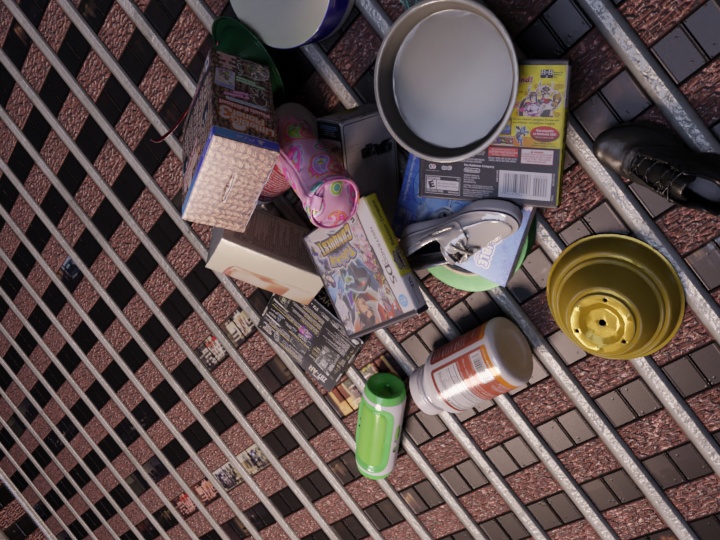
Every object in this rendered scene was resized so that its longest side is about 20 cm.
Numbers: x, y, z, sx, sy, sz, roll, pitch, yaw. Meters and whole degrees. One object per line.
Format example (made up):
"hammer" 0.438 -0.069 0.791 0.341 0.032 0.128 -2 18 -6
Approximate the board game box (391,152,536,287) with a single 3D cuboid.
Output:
"board game box" 0.154 -0.106 1.006 0.196 0.043 0.204 24 123 19

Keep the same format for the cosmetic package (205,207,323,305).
"cosmetic package" -0.158 -0.031 1.208 0.197 0.105 0.087 23 134 -21

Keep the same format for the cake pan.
"cake pan" 0.112 -0.244 0.899 0.196 0.037 0.206 9 108 27

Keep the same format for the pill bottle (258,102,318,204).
"pill bottle" -0.155 -0.184 1.179 0.198 0.113 0.114 -30 96 38

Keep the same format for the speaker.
"speaker" 0.037 0.297 1.322 0.087 0.088 0.204 20 123 22

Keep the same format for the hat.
"hat" -0.236 -0.271 1.114 0.165 0.176 0.201 40 159 12

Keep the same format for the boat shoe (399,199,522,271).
"boat shoe" 0.132 -0.041 0.967 0.197 0.067 0.072 -10 138 36

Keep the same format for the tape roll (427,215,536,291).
"tape roll" 0.168 -0.070 1.073 0.196 0.048 0.205 14 119 25

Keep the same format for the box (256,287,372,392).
"box" -0.091 0.112 1.334 0.199 0.043 0.162 39 128 9

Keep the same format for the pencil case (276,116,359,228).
"pencil case" -0.074 -0.144 0.996 0.201 0.086 0.089 54 140 42

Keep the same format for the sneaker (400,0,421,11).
"sneaker" 0.107 -0.323 0.981 0.090 0.077 0.205 2 113 49

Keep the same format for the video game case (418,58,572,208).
"video game case" 0.172 -0.182 0.921 0.196 0.025 0.186 8 108 26

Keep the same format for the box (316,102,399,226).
"box" 0.002 -0.148 1.093 0.059 0.115 0.205 21 127 44

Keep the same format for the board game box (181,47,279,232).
"board game box" -0.197 -0.191 1.028 0.095 0.203 0.160 11 135 -25

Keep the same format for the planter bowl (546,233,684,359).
"planter bowl" 0.354 0.058 0.999 0.196 0.083 0.205 14 120 25

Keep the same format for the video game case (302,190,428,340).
"video game case" 0.000 0.000 1.047 0.199 0.025 0.184 -27 88 55

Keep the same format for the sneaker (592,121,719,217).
"sneaker" 0.387 -0.128 0.879 0.197 0.091 0.077 24 127 22

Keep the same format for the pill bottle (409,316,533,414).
"pill bottle" 0.177 0.166 1.149 0.199 0.112 0.113 -34 94 40

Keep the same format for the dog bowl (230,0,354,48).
"dog bowl" -0.105 -0.440 1.039 0.196 0.079 0.205 15 121 25
